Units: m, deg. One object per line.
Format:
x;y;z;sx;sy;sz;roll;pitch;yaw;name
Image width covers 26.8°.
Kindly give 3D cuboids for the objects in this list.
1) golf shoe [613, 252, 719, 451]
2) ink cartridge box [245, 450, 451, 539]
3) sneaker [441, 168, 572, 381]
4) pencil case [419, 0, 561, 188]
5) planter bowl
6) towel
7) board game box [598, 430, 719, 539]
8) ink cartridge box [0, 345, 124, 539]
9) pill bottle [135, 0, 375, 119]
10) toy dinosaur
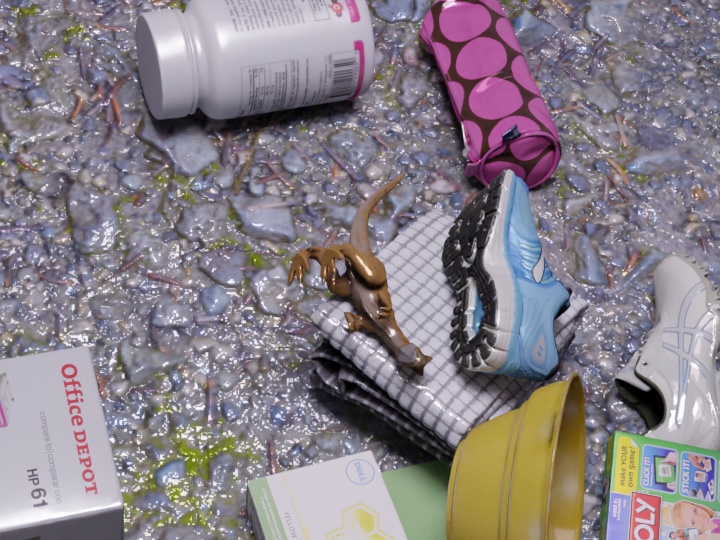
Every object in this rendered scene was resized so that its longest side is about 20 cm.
0.257;0.069;1.261;0.096;0.079;0.201;-2;52;-5;golf shoe
0.028;0.205;1.131;0.198;0.048;0.146;-13;56;-16;ink cartridge box
0.120;0.009;1.191;0.089;0.078;0.201;25;46;-23;sneaker
0.116;-0.171;1.411;0.093;0.091;0.201;-15;54;-4;pencil case
0.110;0.171;1.091;0.083;0.201;0.201;3;50;15;planter bowl
0.068;0.058;1.222;0.165;0.086;0.200;35;47;14;towel
0.246;0.230;1.145;0.133;0.029;0.201;11;61;-2;board game box
-0.279;0.147;1.094;0.198;0.085;0.145;-8;55;-18;ink cartridge box
-0.097;-0.199;1.372;0.198;0.114;0.114;-11;56;-19;pill bottle
0.000;0.000;1.166;0.106;0.060;0.201;20;43;-39;toy dinosaur
